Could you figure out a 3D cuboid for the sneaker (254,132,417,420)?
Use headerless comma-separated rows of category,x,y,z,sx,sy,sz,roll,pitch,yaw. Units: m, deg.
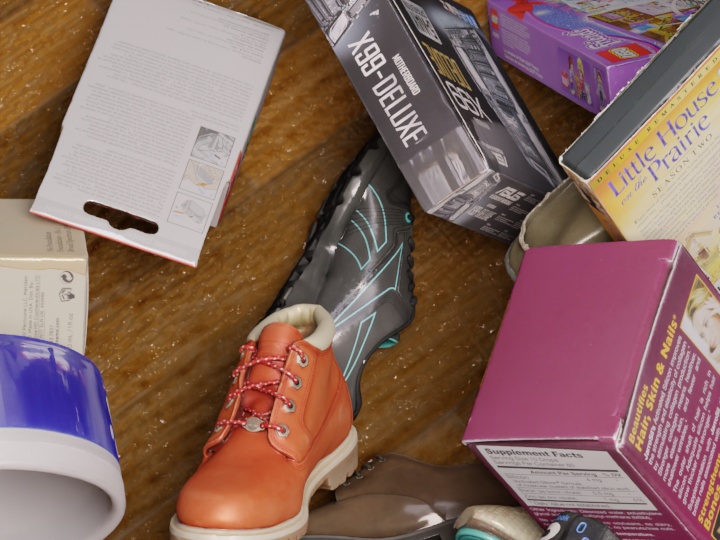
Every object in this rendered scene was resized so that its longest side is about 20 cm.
sneaker,0.000,0.000,1.758,0.079,0.075,0.200,30,74,-7

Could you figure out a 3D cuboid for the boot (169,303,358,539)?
boot,-0.057,0.088,1.617,0.075,0.108,0.200,4,20,16

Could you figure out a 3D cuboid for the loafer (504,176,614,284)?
loafer,0.160,-0.055,1.642,0.200,0.070,0.075,-39,59,-24

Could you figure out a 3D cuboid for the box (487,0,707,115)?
box,0.177,-0.144,1.785,0.137,0.200,0.039,-13,110,-15

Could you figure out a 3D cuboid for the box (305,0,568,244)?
box,0.053,-0.099,1.736,0.050,0.200,0.158,-33,73,14

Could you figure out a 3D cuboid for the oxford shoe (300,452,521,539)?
oxford shoe,0.002,0.153,1.695,0.199,0.073,0.085,-6,49,-12

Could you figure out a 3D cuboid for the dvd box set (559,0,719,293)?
dvd box set,0.201,-0.053,1.598,0.146,0.200,0.029,-47,49,-5

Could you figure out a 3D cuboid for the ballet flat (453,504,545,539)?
ballet flat,0.125,0.175,1.660,0.200,0.067,0.062,44,63,-35

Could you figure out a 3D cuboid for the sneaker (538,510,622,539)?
sneaker,0.070,0.168,1.508,0.200,0.073,0.112,23,66,-11

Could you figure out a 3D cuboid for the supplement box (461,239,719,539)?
supplement box,0.159,0.093,1.576,0.103,0.200,0.131,-2,54,37

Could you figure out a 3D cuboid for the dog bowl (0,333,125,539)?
dog bowl,-0.233,0.109,1.593,0.200,0.200,0.079,-6,66,-12

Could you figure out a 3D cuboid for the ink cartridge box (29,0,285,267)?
ink cartridge box,-0.125,-0.080,1.751,0.109,0.050,0.200,19,52,-1

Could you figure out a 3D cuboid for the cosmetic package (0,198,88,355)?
cosmetic package,-0.261,0.006,1.678,0.199,0.104,0.073,1,111,-11
